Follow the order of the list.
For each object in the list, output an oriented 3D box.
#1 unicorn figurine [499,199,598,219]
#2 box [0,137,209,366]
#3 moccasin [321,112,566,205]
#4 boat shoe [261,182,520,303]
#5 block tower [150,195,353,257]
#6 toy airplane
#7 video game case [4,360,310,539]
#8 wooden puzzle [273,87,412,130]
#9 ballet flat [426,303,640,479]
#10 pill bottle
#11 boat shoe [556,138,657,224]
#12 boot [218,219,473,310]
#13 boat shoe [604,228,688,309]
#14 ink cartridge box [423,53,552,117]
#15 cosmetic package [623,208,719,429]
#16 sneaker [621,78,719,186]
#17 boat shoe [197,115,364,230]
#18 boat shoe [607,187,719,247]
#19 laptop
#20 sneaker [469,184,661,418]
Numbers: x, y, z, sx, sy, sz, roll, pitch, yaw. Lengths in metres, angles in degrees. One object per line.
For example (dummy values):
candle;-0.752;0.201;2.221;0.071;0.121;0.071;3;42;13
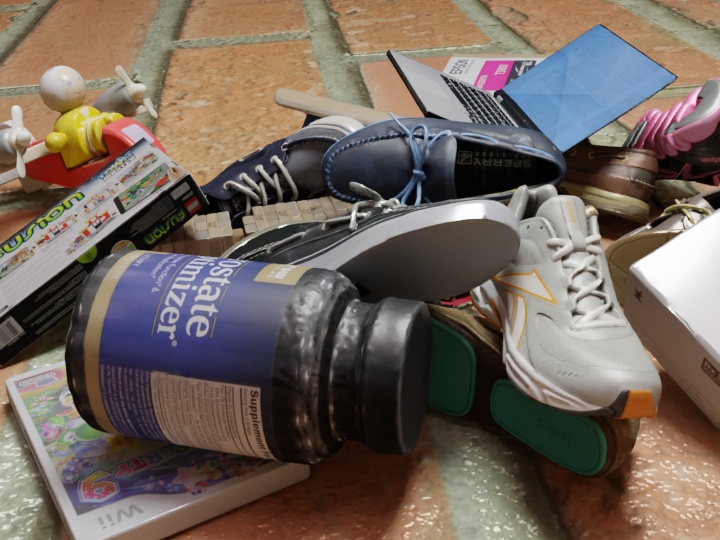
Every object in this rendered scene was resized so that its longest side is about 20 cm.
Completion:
unicorn figurine;0.130;-0.016;0.787;0.136;0.075;0.199;-30;21;-28
box;-0.225;-0.021;0.777;0.199;0.035;0.110;-39;36;-12
moccasin;0.067;-0.087;0.769;0.195;0.082;0.068;-8;18;-3
boat shoe;0.011;-0.015;0.621;0.197;0.073;0.069;-24;47;36
block tower;-0.096;-0.018;0.822;0.196;0.059;0.054;-10;27;-9
toy airplane;-0.299;-0.136;0.984;0.195;0.144;0.201;-10;27;-11
video game case;-0.138;0.100;0.631;0.141;0.018;0.199;-17;30;-26
wooden puzzle;0.033;-0.107;0.926;0.183;0.047;0.199;19;-2;33
ballet flat;0.092;0.065;0.625;0.198;0.069;0.072;22;28;37
pill bottle;-0.061;0.051;0.573;0.196;0.114;0.112;5;27;16
boat shoe;0.193;-0.104;0.921;0.198;0.069;0.071;26;11;42
boot;0.001;-0.002;0.713;0.200;0.075;0.153;-12;9;-24
boat shoe;0.273;0.014;0.712;0.196;0.074;0.065;3;-13;13
ink cartridge box;0.166;-0.184;1.100;0.161;0.077;0.201;4;28;13
cosmetic package;0.277;0.001;0.628;0.198;0.075;0.102;-30;56;-10
sneaker;0.303;-0.106;0.906;0.095;0.080;0.200;35;-8;-7
boat shoe;-0.076;-0.074;0.870;0.198;0.076;0.092;-18;14;48
boat shoe;0.278;-0.033;0.800;0.196;0.061;0.072;-15;28;-21
laptop;0.147;-0.188;0.897;0.197;0.117;0.188;19;23;-18
sneaker;0.117;0.009;0.570;0.074;0.094;0.201;4;23;-17
